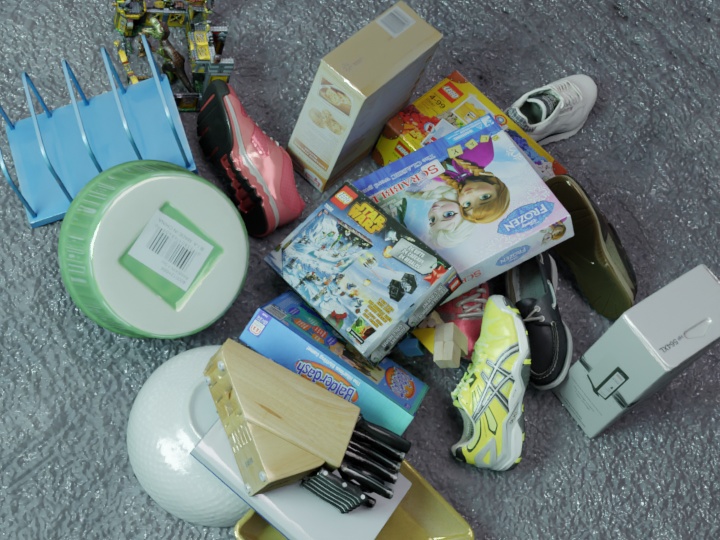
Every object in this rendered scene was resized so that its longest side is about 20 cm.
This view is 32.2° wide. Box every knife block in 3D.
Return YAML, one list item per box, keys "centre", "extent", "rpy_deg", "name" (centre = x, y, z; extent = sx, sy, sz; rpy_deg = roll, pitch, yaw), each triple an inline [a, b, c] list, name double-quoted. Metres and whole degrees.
- centre: [-0.044, 0.151, 1.255]
  extent: [0.175, 0.064, 0.200]
  rpy_deg: [-15, 75, -30]
  name: "knife block"

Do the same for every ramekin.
- centre: [-0.217, -0.020, 1.348]
  extent: [0.200, 0.098, 0.200]
  rpy_deg: [-2, 95, -24]
  name: "ramekin"

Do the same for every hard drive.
- centre: [-0.058, 0.203, 1.279]
  extent: [0.200, 0.025, 0.132]
  rpy_deg: [42, 57, -3]
  name: "hard drive"

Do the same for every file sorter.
- centre: [-0.308, -0.163, 1.409]
  extent: [0.200, 0.123, 0.139]
  rpy_deg: [-19, 66, -3]
  name: "file sorter"

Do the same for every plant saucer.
- centre: [-0.010, 0.281, 1.311]
  extent: [0.200, 0.048, 0.200]
  rpy_deg: [46, 56, 0]
  name: "plant saucer"

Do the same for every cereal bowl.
- centre: [-0.146, 0.165, 1.328]
  extent: [0.200, 0.083, 0.200]
  rpy_deg: [8, 58, -13]
  name: "cereal bowl"

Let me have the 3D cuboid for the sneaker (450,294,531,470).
- centre: [0.146, 0.127, 1.414]
  extent: [0.076, 0.075, 0.200]
  rpy_deg: [2, 87, -12]
  name: "sneaker"

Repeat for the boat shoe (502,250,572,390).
- centre: [0.206, 0.049, 1.511]
  extent: [0.060, 0.076, 0.200]
  rpy_deg: [40, 33, -43]
  name: "boat shoe"

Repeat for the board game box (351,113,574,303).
- centre: [0.113, -0.071, 1.460]
  extent: [0.200, 0.041, 0.200]
  rpy_deg: [-28, 51, -5]
  name: "board game box"

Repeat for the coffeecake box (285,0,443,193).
- centre: [0.000, -0.210, 1.528]
  extent: [0.073, 0.200, 0.154]
  rpy_deg: [42, 56, 8]
  name: "coffeecake box"

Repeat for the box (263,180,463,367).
- centre: [0.000, 0.000, 1.397]
  extent: [0.137, 0.040, 0.200]
  rpy_deg: [-44, 50, -5]
  name: "box"

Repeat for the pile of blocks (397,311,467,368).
- centre: [0.056, 0.057, 1.457]
  extent: [0.082, 0.062, 0.200]
  rpy_deg: [-40, 51, 3]
  name: "pile of blocks"

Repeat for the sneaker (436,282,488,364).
- centre: [0.119, 0.016, 1.492]
  extent: [0.074, 0.087, 0.200]
  rpy_deg: [-5, 62, -20]
  name: "sneaker"

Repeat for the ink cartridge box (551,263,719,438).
- centre: [0.333, 0.095, 1.456]
  extent: [0.146, 0.200, 0.084]
  rpy_deg: [-28, 72, -30]
  name: "ink cartridge box"

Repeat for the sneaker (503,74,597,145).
- centre: [0.262, -0.222, 1.695]
  extent: [0.200, 0.081, 0.076]
  rpy_deg: [-34, 74, -33]
  name: "sneaker"

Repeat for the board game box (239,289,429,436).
- centre: [-0.024, 0.103, 1.373]
  extent: [0.200, 0.152, 0.045]
  rpy_deg: [35, 101, 5]
  name: "board game box"

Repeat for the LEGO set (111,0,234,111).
- centre: [-0.231, -0.290, 1.548]
  extent: [0.154, 0.116, 0.200]
  rpy_deg: [5, 59, -15]
  name: "LEGO set"

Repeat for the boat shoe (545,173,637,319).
- centre: [0.291, -0.036, 1.580]
  extent: [0.201, 0.072, 0.066]
  rpy_deg: [60, 37, -10]
  name: "boat shoe"

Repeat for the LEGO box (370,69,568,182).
- centre: [0.139, -0.137, 1.605]
  extent: [0.200, 0.077, 0.149]
  rpy_deg: [44, 57, 10]
  name: "LEGO box"

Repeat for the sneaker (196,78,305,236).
- centre: [-0.132, -0.140, 1.521]
  extent: [0.087, 0.074, 0.200]
  rpy_deg: [-19, 84, -40]
  name: "sneaker"
